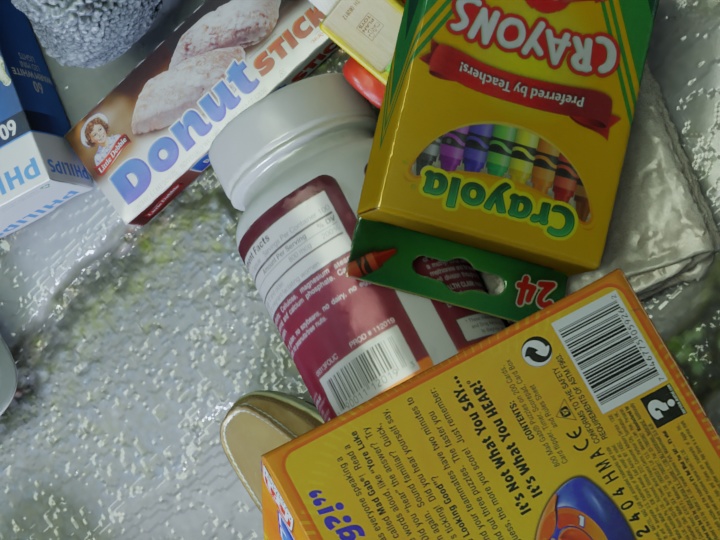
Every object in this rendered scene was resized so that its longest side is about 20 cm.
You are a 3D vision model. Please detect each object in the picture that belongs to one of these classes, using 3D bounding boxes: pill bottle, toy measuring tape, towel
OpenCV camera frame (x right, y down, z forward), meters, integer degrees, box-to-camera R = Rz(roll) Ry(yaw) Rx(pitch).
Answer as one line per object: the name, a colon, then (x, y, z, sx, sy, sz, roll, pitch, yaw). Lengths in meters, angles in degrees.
pill bottle: (0.000, 0.000, 1.343, 0.114, 0.114, 0.201, -32, 74, 18)
toy measuring tape: (-0.005, -0.145, 1.326, 0.200, 0.074, 0.074, 39, 103, -9)
towel: (0.110, -0.069, 1.345, 0.132, 0.034, 0.201, -24, 76, 19)

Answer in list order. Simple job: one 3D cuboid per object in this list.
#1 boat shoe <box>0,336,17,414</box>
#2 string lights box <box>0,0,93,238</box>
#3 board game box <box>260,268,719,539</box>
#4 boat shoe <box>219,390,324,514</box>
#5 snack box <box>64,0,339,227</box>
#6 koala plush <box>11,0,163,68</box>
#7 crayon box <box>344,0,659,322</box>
boat shoe: (-0.289, 0.029, 1.500, 0.201, 0.065, 0.075, 31, 79, 16)
string lights box: (-0.250, -0.120, 1.489, 0.102, 0.059, 0.201, -27, 76, 18)
board game box: (0.082, 0.156, 1.212, 0.199, 0.200, 0.201, -27, 75, -10)
boat shoe: (-0.014, 0.144, 1.351, 0.200, 0.076, 0.072, 40, 123, 22)
snack box: (-0.083, -0.117, 1.435, 0.200, 0.024, 0.072, -41, 73, 15)
koala plush: (-0.111, -0.226, 1.387, 0.199, 0.177, 0.185, -15, 92, 21)
crayon box: (0.076, -0.079, 1.276, 0.126, 0.051, 0.201, 14, 83, -12)
